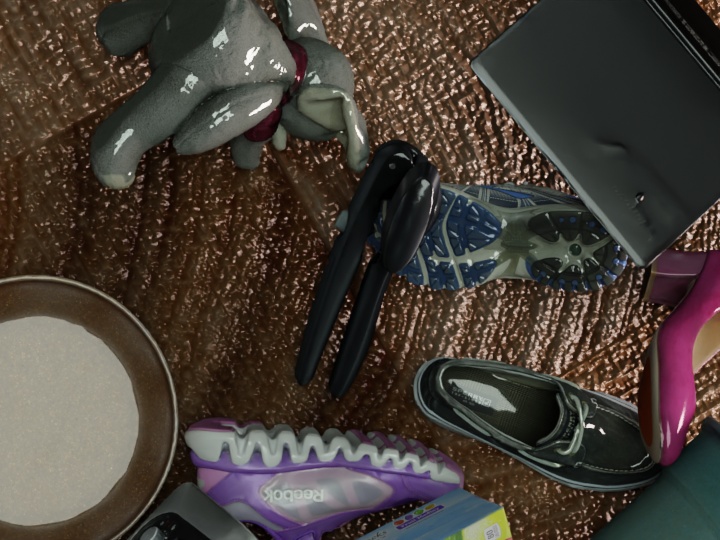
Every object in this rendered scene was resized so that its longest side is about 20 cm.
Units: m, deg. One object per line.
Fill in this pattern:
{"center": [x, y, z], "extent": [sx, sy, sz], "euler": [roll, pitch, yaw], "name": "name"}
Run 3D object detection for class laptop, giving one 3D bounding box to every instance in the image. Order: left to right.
{"center": [0.198, -0.131, 1.469], "extent": [0.116, 0.200, 0.188], "euler": [-39, 92, 22], "name": "laptop"}

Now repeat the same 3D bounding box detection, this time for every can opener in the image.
{"center": [0.000, 0.000, 1.432], "extent": [0.063, 0.079, 0.201], "euler": [29, 116, 4], "name": "can opener"}

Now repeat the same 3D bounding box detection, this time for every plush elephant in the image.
{"center": [-0.075, -0.132, 1.427], "extent": [0.199, 0.166, 0.155], "euler": [-33, 132, 22], "name": "plush elephant"}

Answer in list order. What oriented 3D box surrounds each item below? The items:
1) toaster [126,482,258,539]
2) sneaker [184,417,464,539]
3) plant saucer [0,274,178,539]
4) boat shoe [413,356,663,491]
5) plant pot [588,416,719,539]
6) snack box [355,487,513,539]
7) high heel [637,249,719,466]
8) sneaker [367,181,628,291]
{"center": [-0.106, 0.277, 1.371], "extent": [0.181, 0.118, 0.200], "euler": [-45, 115, -12], "name": "toaster"}
{"center": [-0.028, 0.157, 1.440], "extent": [0.198, 0.080, 0.089], "euler": [5, 91, -3], "name": "sneaker"}
{"center": [-0.227, 0.105, 1.431], "extent": [0.198, 0.037, 0.202], "euler": [1, 86, -8], "name": "plant saucer"}
{"center": [0.134, 0.112, 1.465], "extent": [0.198, 0.071, 0.073], "euler": [15, 83, -7], "name": "boat shoe"}
{"center": [0.223, 0.239, 1.416], "extent": [0.195, 0.200, 0.201], "euler": [-36, 91, -2], "name": "plant pot"}
{"center": [0.037, 0.270, 1.338], "extent": [0.168, 0.068, 0.202], "euler": [-23, 107, -23], "name": "snack box"}
{"center": [0.248, 0.060, 1.448], "extent": [0.095, 0.068, 0.201], "euler": [10, 51, 0], "name": "high heel"}
{"center": [0.098, -0.028, 1.476], "extent": [0.198, 0.085, 0.078], "euler": [10, 109, 13], "name": "sneaker"}
